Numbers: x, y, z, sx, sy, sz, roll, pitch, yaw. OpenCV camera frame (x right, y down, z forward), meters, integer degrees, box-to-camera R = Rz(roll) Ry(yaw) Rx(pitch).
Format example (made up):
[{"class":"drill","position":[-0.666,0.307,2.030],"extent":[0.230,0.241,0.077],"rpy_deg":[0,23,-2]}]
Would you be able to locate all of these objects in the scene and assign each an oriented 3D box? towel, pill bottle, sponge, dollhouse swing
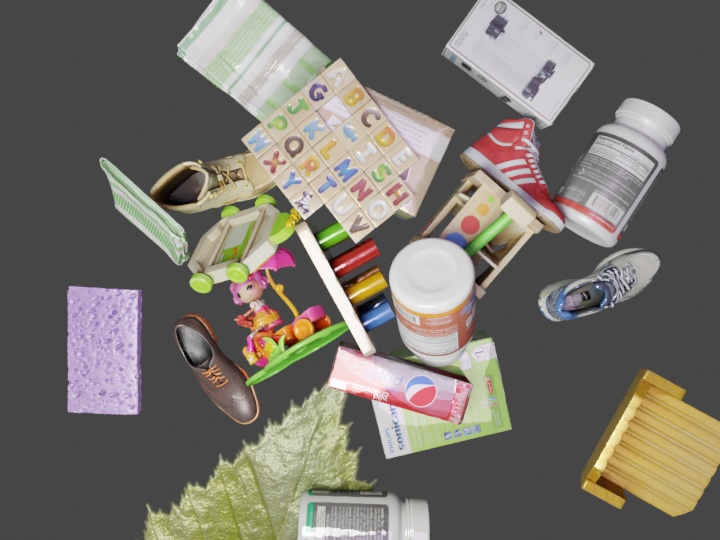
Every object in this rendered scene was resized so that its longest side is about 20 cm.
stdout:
[{"class":"towel","position":[-0.309,-0.076,1.033],"extent":[0.152,0.200,0.023],"rpy_deg":[43,75,-3]},{"class":"pill bottle","position":[0.383,-0.146,1.072],"extent":[0.116,0.116,0.201],"rpy_deg":[33,93,-3]},{"class":"sponge","position":[-0.404,0.126,1.129],"extent":[0.111,0.030,0.201],"rpy_deg":[2,94,-1]},{"class":"towel","position":[-0.164,-0.332,1.098],"extent":[0.200,0.031,0.149],"rpy_deg":[39,94,-3]},{"class":"pill bottle","position":[0.104,0.053,0.989],"extent":[0.111,0.200,0.113],"rpy_deg":[-4,57,7]},{"class":"pill bottle","position":[0.004,0.402,1.110],"extent":[0.199,0.113,0.114],"rpy_deg":[2,94,0]},{"class":"dollhouse swing","position":[0.462,0.280,1.084],"extent":[0.175,0.182,0.201],"rpy_deg":[30,93,18]}]

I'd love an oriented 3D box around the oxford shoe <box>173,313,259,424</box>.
[{"class":"oxford shoe","position":[-0.229,0.161,1.111],"extent":[0.071,0.073,0.200],"rpy_deg":[-36,94,1]}]

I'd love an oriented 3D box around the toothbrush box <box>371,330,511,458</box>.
[{"class":"toothbrush box","position":[0.117,0.189,1.109],"extent":[0.199,0.086,0.146],"rpy_deg":[-14,93,0]}]

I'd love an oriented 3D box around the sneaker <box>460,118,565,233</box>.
[{"class":"sneaker","position":[0.254,-0.150,1.064],"extent":[0.112,0.071,0.200],"rpy_deg":[-43,62,-1]}]

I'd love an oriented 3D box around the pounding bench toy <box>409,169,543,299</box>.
[{"class":"pounding bench toy","position":[0.164,-0.045,1.035],"extent":[0.124,0.200,0.156],"rpy_deg":[41,92,-3]}]

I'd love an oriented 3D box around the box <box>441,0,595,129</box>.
[{"class":"box","position":[0.237,-0.320,1.086],"extent":[0.200,0.060,0.117],"rpy_deg":[35,93,-2]}]

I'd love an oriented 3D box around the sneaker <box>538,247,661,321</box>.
[{"class":"sneaker","position":[0.379,0.029,1.099],"extent":[0.199,0.085,0.077],"rpy_deg":[-27,94,1]}]

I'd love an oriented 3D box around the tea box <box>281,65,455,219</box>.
[{"class":"tea box","position":[0.010,-0.173,1.027],"extent":[0.199,0.197,0.134],"rpy_deg":[25,94,-3]}]

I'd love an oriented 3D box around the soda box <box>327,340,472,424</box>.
[{"class":"soda box","position":[0.056,0.161,1.030],"extent":[0.199,0.070,0.064],"rpy_deg":[17,90,1]}]

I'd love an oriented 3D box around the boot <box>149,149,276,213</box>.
[{"class":"boot","position":[-0.201,-0.136,1.048],"extent":[0.199,0.155,0.073],"rpy_deg":[-18,94,0]}]

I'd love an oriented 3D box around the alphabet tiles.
[{"class":"alphabet tiles","position":[-0.029,-0.144,0.926],"extent":[0.167,0.008,0.200],"rpy_deg":[-38,92,2]}]

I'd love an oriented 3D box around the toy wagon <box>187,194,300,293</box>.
[{"class":"toy wagon","position":[-0.165,-0.044,1.043],"extent":[0.199,0.156,0.040],"rpy_deg":[-14,132,29]}]

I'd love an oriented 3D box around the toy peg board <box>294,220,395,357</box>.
[{"class":"toy peg board","position":[0.000,0.000,1.037],"extent":[0.097,0.200,0.200],"rpy_deg":[-29,94,2]}]

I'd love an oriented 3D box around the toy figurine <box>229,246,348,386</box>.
[{"class":"toy figurine","position":[-0.139,0.052,1.097],"extent":[0.200,0.150,0.185],"rpy_deg":[-35,79,26]}]
